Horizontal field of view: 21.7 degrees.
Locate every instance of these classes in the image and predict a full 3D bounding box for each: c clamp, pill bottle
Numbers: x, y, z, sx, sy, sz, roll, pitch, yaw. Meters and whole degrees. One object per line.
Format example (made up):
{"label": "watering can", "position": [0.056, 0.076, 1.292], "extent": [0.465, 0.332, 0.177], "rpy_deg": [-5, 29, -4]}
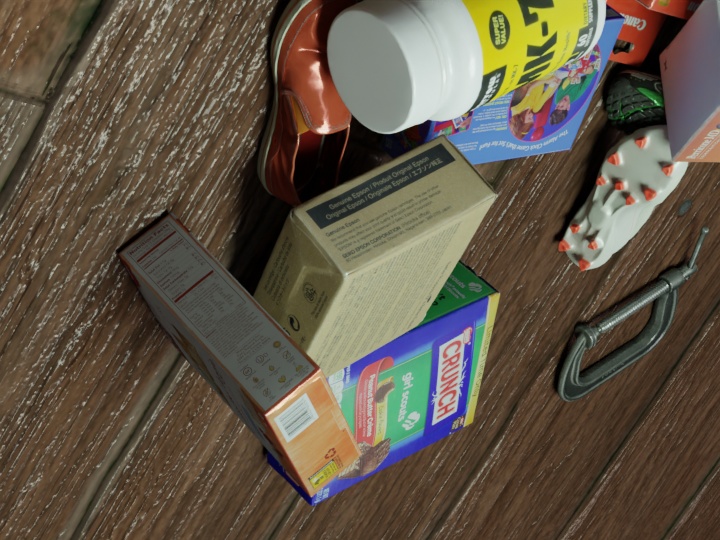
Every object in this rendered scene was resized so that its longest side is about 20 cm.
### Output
{"label": "c clamp", "position": [0.283, 0.053, 1.998], "extent": [0.199, 0.027, 0.171], "rpy_deg": [-34, 149, -22]}
{"label": "pill bottle", "position": [0.078, -0.179, 1.393], "extent": [0.199, 0.114, 0.115], "rpy_deg": [-28, 142, -34]}

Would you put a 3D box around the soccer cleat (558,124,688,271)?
{"label": "soccer cleat", "position": [0.255, -0.076, 1.777], "extent": [0.077, 0.069, 0.200], "rpy_deg": [-32, 164, -40]}

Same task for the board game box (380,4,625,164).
{"label": "board game box", "position": [0.120, -0.158, 1.576], "extent": [0.199, 0.045, 0.135], "rpy_deg": [-11, 132, -42]}

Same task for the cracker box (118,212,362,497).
{"label": "cracker box", "position": [-0.092, 0.064, 1.426], "extent": [0.058, 0.200, 0.134], "rpy_deg": [-38, 145, -10]}

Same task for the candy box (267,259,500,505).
{"label": "candy box", "position": [0.020, 0.097, 1.696], "extent": [0.199, 0.077, 0.170], "rpy_deg": [-25, 139, -32]}

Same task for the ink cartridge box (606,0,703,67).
{"label": "ink cartridge box", "position": [0.281, -0.261, 1.643], "extent": [0.109, 0.050, 0.201], "rpy_deg": [3, 120, -50]}

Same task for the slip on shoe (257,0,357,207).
{"label": "slip on shoe", "position": [-0.032, -0.131, 1.421], "extent": [0.074, 0.061, 0.201], "rpy_deg": [-17, 134, -35]}

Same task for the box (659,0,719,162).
{"label": "box", "position": [0.382, -0.170, 1.642], "extent": [0.198, 0.107, 0.152], "rpy_deg": [-1, 162, -11]}

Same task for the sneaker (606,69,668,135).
{"label": "sneaker", "position": [0.303, -0.164, 1.769], "extent": [0.199, 0.078, 0.086], "rpy_deg": [7, 84, -43]}

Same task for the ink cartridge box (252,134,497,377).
{"label": "ink cartridge box", "position": [0.000, 0.000, 1.515], "extent": [0.164, 0.075, 0.200], "rpy_deg": [-29, 160, -34]}
